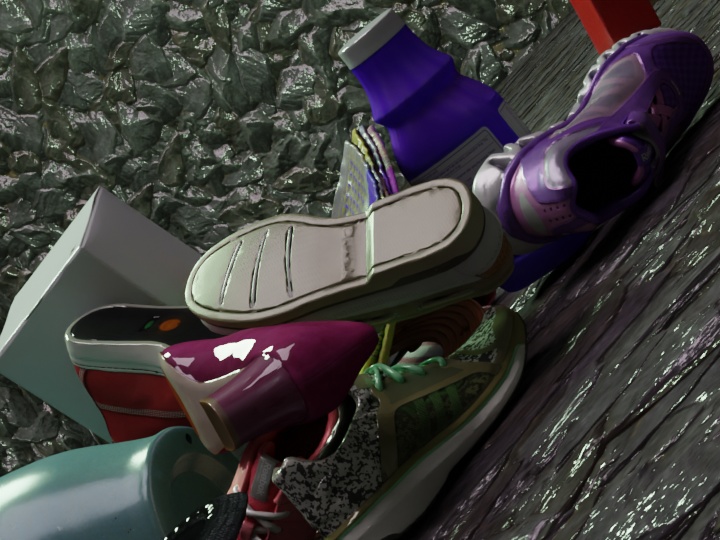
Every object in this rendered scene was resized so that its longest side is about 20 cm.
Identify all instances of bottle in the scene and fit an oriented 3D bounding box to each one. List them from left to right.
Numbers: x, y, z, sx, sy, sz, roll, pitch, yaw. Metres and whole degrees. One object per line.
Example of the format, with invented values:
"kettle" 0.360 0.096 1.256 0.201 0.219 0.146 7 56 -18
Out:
"bottle" 0.066 -0.082 1.365 0.083 0.200 0.065 -36 10 29

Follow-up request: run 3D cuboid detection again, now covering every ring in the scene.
"ring" 0.009 0.097 1.302 0.200 0.019 0.201 -39 20 17

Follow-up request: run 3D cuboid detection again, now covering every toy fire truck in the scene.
"toy fire truck" 0.250 -0.217 1.367 0.200 0.049 0.141 -25 -6 -25

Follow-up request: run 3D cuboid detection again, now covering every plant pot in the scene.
"plant pot" -0.159 0.199 1.341 0.188 0.200 0.200 -30 11 23

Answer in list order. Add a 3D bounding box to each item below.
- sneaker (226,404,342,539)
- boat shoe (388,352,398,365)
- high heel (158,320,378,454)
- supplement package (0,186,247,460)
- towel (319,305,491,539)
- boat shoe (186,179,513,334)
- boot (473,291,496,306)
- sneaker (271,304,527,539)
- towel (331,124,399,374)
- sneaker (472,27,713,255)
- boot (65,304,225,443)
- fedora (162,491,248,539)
"sneaker" -0.057 0.136 1.181 0.200 0.074 0.087 -63 -20 -15
"boat shoe" -0.019 0.098 1.559 0.200 0.068 0.075 -40 12 52
"high heel" -0.052 0.057 1.159 0.096 0.068 0.200 -30 14 -12
"supplement package" -0.149 0.056 1.520 0.121 0.200 0.120 -50 15 20
"towel" 0.022 0.104 1.376 0.200 0.030 0.146 -49 6 -9
"boat shoe" -0.007 0.007 1.196 0.200 0.068 0.075 -12 54 31
"boot" 0.054 0.023 1.585 0.200 0.144 0.073 18 -102 -61
"sneaker" 0.023 0.075 1.153 0.200 0.089 0.077 -50 4 -36
"towel" 0.000 0.000 1.341 0.200 0.023 0.144 -106 25 -66
"sneaker" 0.165 -0.082 1.299 0.200 0.081 0.088 -42 18 -25
"boot" -0.097 0.100 1.398 0.200 0.145 0.072 3 32 35
"fedora" -0.092 0.208 1.077 0.201 0.092 0.201 -47 5 6
